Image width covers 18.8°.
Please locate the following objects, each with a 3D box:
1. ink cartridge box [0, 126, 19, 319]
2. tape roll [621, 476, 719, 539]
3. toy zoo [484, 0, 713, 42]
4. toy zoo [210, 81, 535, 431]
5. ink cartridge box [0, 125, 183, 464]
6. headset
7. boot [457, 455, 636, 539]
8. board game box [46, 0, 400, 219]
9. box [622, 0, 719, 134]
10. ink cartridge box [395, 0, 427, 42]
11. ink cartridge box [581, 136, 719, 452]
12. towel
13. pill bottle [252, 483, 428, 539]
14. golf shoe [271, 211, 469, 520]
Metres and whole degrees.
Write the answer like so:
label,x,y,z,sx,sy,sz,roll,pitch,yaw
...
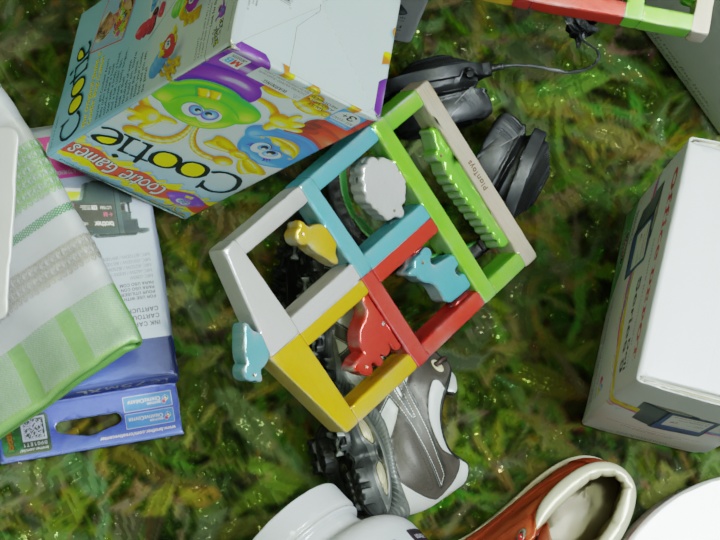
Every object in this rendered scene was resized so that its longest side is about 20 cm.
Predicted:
label,x,y,z,sx,sy,sz,roll,pitch,yaw
ink cartridge box,-0.279,-0.026,1.264,0.200,0.067,0.117,2,86,18
tape roll,0.239,0.223,1.328,0.203,0.037,0.203,1,80,-5
toy zoo,0.103,-0.208,1.199,0.200,0.020,0.131,10,81,-2
toy zoo,0.000,0.000,1.262,0.200,0.020,0.131,-42,109,-24
ink cartridge box,-0.179,0.010,1.331,0.119,0.042,0.200,-8,82,-6
headset,0.069,-0.087,1.340,0.200,0.094,0.124,-42,86,1
boot,0.084,0.182,1.288,0.200,0.107,0.075,-44,89,-8
board game box,-0.080,-0.119,1.258,0.103,0.200,0.105,25,61,-29
box,0.236,-0.215,1.323,0.131,0.200,0.199,-35,85,-11
ink cartridge box,-0.020,-0.216,1.301,0.146,0.200,0.084,13,79,-3
ink cartridge box,0.198,0.020,1.277,0.087,0.200,0.145,14,79,-2
towel,-0.234,-0.004,1.295,0.149,0.031,0.200,-35,74,12
pill bottle,0.023,0.216,1.218,0.112,0.112,0.200,-41,71,-10
golf shoe,0.006,0.054,1.329,0.094,0.078,0.200,-11,82,-24
